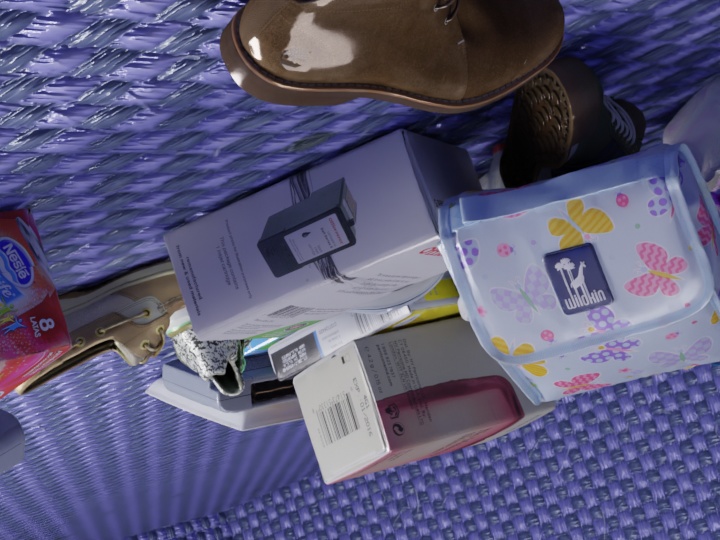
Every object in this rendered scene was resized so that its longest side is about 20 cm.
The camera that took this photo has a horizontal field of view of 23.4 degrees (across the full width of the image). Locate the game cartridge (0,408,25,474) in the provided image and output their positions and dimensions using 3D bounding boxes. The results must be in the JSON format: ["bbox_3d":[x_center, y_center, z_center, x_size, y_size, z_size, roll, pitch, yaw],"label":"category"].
[{"bbox_3d":[-0.342,0.115,1.210,0.199,0.041,0.133,10,-164,23],"label":"game cartridge"}]

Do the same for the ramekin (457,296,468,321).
[{"bbox_3d":[0.169,-0.032,1.532,0.201,0.095,0.202,-19,170,-3],"label":"ramekin"}]

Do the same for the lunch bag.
[{"bbox_3d":[0.158,0.000,1.172,0.169,0.128,0.200,-14,148,17],"label":"lunch bag"}]

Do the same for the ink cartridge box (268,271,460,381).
[{"bbox_3d":[0.046,0.047,1.663,0.199,0.047,0.197,-5,161,-44],"label":"ink cartridge box"}]

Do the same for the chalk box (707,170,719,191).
[{"bbox_3d":[0.355,-0.041,1.459,0.124,0.201,0.124,-25,-173,35],"label":"chalk box"}]

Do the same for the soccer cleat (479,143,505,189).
[{"bbox_3d":[0.122,-0.053,1.372,0.069,0.078,0.200,-14,169,-27],"label":"soccer cleat"}]

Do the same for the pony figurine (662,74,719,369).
[{"bbox_3d":[0.265,-0.038,1.338,0.193,0.167,0.200,-32,124,19],"label":"pony figurine"}]

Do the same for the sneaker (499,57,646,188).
[{"bbox_3d":[0.155,-0.101,1.197,0.089,0.067,0.200,-22,163,-12],"label":"sneaker"}]

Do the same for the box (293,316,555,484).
[{"bbox_3d":[0.059,0.115,1.626,0.199,0.110,0.128,-11,166,-33],"label":"box"}]

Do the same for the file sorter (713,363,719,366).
[{"bbox_3d":[0.727,0.091,3.205,0.199,0.123,0.139,-9,165,-45],"label":"file sorter"}]

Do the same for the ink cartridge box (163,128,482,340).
[{"bbox_3d":[-0.017,-0.021,1.257,0.199,0.084,0.145,-23,170,20],"label":"ink cartridge box"}]

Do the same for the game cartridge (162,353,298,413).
[{"bbox_3d":[-0.093,0.102,1.777,0.199,0.042,0.133,-10,-171,-34],"label":"game cartridge"}]

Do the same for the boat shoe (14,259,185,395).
[{"bbox_3d":[-0.182,0.042,1.336,0.199,0.067,0.074,-18,170,-6],"label":"boat shoe"}]

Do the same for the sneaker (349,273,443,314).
[{"bbox_3d":[0.000,0.000,1.442,0.199,0.073,0.071,-12,171,-35],"label":"sneaker"}]

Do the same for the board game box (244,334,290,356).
[{"bbox_3d":[-0.005,0.029,1.701,0.199,0.037,0.151,-28,167,35],"label":"board game box"}]

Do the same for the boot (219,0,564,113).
[{"bbox_3d":[0.034,-0.125,0.853,0.199,0.074,0.075,-10,157,-35],"label":"boot"}]

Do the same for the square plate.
[{"bbox_3d":[-0.097,0.121,1.845,0.197,0.029,0.200,-10,-166,-36],"label":"square plate"}]

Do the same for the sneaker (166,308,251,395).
[{"bbox_3d":[-0.130,0.072,1.540,0.077,0.089,0.200,-20,171,6],"label":"sneaker"}]

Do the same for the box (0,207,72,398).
[{"bbox_3d":[-0.273,0.043,1.082,0.099,0.096,0.200,-12,168,-39],"label":"box"}]
